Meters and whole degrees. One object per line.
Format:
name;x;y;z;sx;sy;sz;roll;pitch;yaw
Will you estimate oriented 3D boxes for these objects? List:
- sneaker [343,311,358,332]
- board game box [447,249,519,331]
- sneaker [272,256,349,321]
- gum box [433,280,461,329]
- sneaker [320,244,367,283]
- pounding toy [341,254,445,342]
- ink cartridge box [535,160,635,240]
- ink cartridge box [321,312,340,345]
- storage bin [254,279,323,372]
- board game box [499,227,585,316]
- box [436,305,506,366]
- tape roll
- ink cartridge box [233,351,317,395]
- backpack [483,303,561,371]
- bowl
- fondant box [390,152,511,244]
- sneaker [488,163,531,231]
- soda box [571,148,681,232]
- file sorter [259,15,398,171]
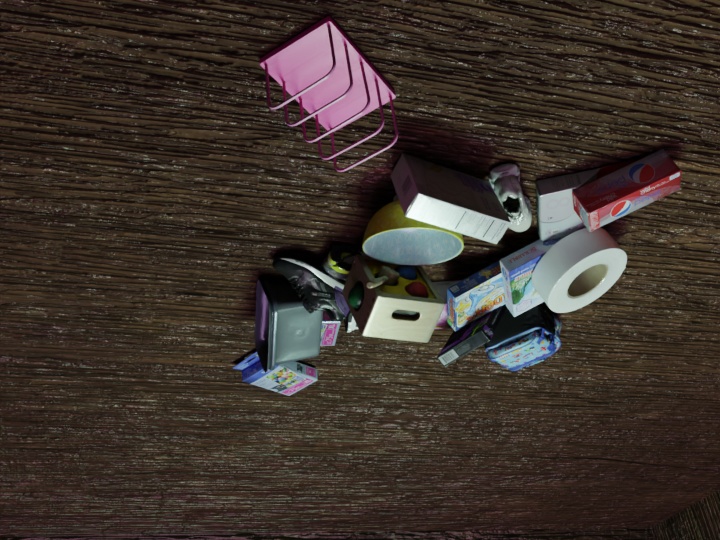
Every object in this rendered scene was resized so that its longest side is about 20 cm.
sneaker;0.006;0.080;1.848;0.080;0.074;0.200;-5;155;-10
board game box;0.289;0.046;1.795;0.200;0.034;0.136;-28;144;-14
sneaker;-0.108;0.043;1.702;0.200;0.088;0.076;28;164;-12
gum box;0.146;0.087;1.875;0.199;0.066;0.114;-3;145;-6
sneaker;0.000;0.000;1.737;0.200;0.074;0.081;22;149;-29
pounding toy;0.057;0.045;1.608;0.200;0.184;0.142;8;119;-24
ink cartridge box;0.464;-0.140;1.620;0.199;0.057;0.163;-8;146;10
ink cartridge box;-0.154;0.144;1.934;0.199;0.042;0.119;2;144;-10
storage bin;-0.165;0.116;1.804;0.134;0.146;0.200;-5;122;-20
board game box;0.415;-0.001;1.766;0.200;0.041;0.200;-27;145;-3
box;0.272;0.140;1.883;0.143;0.200;0.036;-37;94;33
tape roll;0.477;0.000;1.714;0.202;0.071;0.203;-19;142;-16
ink cartridge box;-0.226;0.275;2.098;0.119;0.042;0.200;-33;137;32
backpack;0.421;0.173;1.993;0.182;0.135;0.200;-26;144;27
bowl;0.104;-0.093;1.556;0.200;0.108;0.200;2;160;1
fondant box;0.166;-0.135;1.472;0.200;0.144;0.058;16;123;-23
sneaker;0.306;-0.127;1.584;0.075;0.081;0.200;-19;145;14
soda box;0.522;-0.158;1.548;0.200;0.070;0.063;-25;144;1
file sorter;-0.045;-0.272;1.270;0.139;0.126;0.200;-25;142;24
